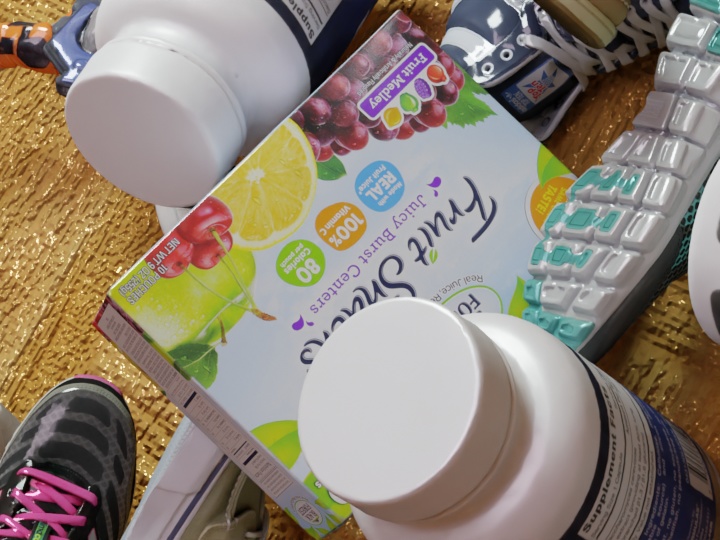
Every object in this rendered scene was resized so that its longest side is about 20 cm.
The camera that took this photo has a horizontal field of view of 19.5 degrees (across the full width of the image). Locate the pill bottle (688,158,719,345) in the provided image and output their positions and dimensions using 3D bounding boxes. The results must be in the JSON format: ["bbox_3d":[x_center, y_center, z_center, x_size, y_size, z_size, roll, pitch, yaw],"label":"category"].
[{"bbox_3d":[0.238,0.009,0.821,0.200,0.111,0.112,23,83,40],"label":"pill bottle"}]

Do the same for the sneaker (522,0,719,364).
[{"bbox_3d":[0.151,-0.031,0.914,0.200,0.091,0.078,-55,27,-1],"label":"sneaker"}]

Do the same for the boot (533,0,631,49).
[{"bbox_3d":[0.117,-0.196,0.936,0.155,0.072,0.200,-40,32,14],"label":"boot"}]

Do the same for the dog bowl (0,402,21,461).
[{"bbox_3d":[-0.254,0.144,1.139,0.199,0.059,0.201,-15,61,30],"label":"dog bowl"}]

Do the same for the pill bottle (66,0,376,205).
[{"bbox_3d":[-0.062,-0.128,1.035,0.111,0.111,0.200,0,43,35],"label":"pill bottle"}]

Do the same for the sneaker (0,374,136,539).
[{"bbox_3d":[-0.161,0.142,1.017,0.074,0.087,0.201,26,75,-4],"label":"sneaker"}]

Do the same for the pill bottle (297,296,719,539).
[{"bbox_3d":[0.062,0.083,0.851,0.111,0.200,0.112,-15,60,29],"label":"pill bottle"}]

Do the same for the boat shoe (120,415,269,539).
[{"bbox_3d":[-0.076,0.122,0.992,0.200,0.062,0.072,-61,5,27],"label":"boat shoe"}]

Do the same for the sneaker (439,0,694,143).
[{"bbox_3d":[0.119,-0.117,0.989,0.200,0.070,0.109,9,69,45],"label":"sneaker"}]

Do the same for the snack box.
[{"bbox_3d":[0.000,0.000,0.936,0.142,0.053,0.200,44,66,0],"label":"snack box"}]

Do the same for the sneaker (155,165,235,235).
[{"bbox_3d":[-0.030,-0.009,1.051,0.112,0.073,0.201,-28,63,18],"label":"sneaker"}]

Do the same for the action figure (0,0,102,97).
[{"bbox_3d":[-0.118,-0.148,1.182,0.193,0.105,0.200,27,58,33],"label":"action figure"}]
